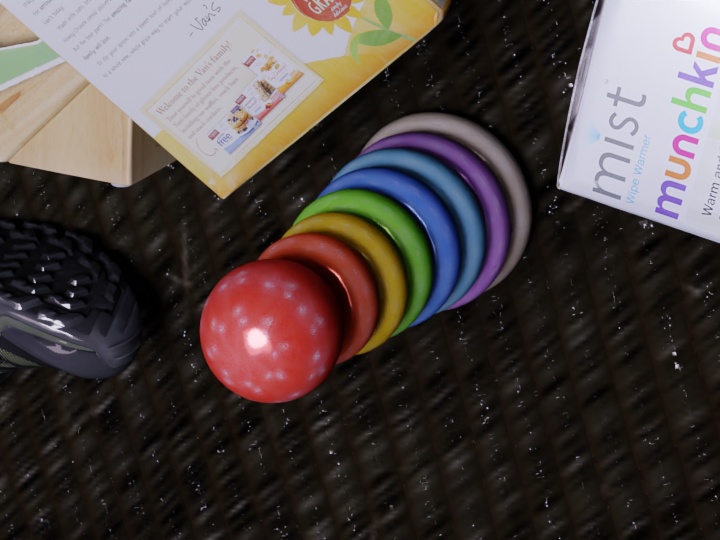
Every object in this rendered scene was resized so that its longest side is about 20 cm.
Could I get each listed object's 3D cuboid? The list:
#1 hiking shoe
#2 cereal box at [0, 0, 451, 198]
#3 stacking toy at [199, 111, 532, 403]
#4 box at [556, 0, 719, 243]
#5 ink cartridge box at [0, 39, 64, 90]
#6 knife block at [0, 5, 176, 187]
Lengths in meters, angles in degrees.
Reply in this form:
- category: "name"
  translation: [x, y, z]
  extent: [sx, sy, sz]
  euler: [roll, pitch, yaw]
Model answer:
- category: "hiking shoe"
  translation: [-0.187, 0.029, 1.033]
  extent: [0.200, 0.076, 0.101]
  euler: [16, 123, 29]
- category: "cereal box"
  translation: [-0.079, -0.136, 0.836]
  extent: [0.200, 0.040, 0.144]
  euler: [42, 128, -16]
- category: "stacking toy"
  translation: [0.000, 0.000, 0.853]
  extent: [0.085, 0.200, 0.085]
  euler: [8, 112, 21]
- category: "box"
  translation: [0.187, -0.072, 0.742]
  extent: [0.176, 0.200, 0.097]
  euler: [19, 115, 17]
- category: "ink cartridge box"
  translation: [-0.178, -0.176, 0.889]
  extent: [0.145, 0.048, 0.200]
  euler: [-21, 119, 26]
- category: "knife block"
  translation: [-0.128, -0.134, 0.943]
  extent: [0.200, 0.064, 0.176]
  euler: [11, 112, 21]
